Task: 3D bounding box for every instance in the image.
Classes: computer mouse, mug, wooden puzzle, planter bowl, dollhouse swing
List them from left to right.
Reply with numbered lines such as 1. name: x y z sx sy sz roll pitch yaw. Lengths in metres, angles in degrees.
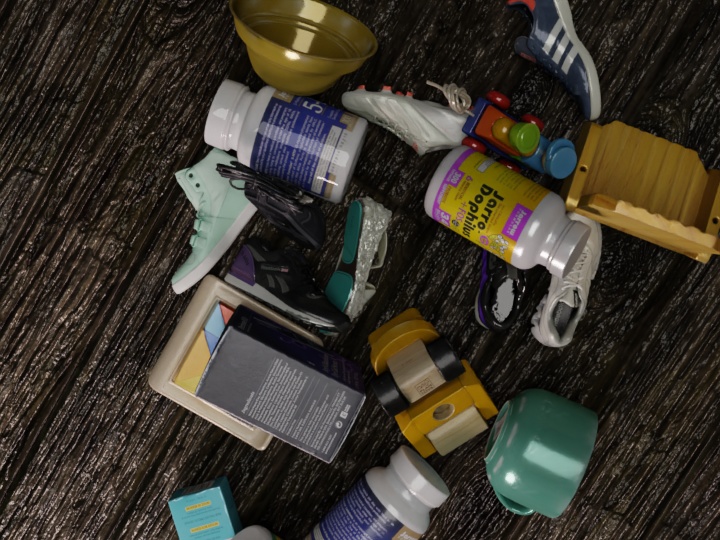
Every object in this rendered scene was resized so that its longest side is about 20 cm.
1. wooden puzzle: -0.178 0.132 1.290 0.199 0.037 0.186 31 96 0
2. computer mouse: -0.093 -0.088 1.197 0.138 0.200 0.053 26 79 24
3. planter bowl: -0.082 -0.287 1.193 0.199 0.201 0.084 20 124 0
4. mug: 0.227 0.251 1.225 0.113 0.152 0.187 24 96 3
5. dollhouse swing: 0.375 -0.113 1.150 0.198 0.176 0.183 21 78 1

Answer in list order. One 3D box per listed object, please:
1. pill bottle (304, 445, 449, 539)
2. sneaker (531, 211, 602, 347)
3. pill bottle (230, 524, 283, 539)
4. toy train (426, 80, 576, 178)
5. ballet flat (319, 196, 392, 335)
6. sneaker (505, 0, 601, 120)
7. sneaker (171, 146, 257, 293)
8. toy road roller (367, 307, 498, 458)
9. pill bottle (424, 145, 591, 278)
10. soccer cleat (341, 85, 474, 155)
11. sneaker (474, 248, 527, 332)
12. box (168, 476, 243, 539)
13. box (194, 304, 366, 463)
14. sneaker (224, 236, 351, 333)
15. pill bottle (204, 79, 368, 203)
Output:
1. pill bottle: 0.024 0.346 1.261 0.116 0.116 0.200 42 96 -2
2. sneaker: 0.287 0.010 1.237 0.074 0.081 0.202 11 94 3
3. pill bottle: -0.098 0.448 1.258 0.113 0.113 0.200 -46 114 6
4. toy train: 0.181 -0.182 1.167 0.199 0.116 0.085 25 97 -34
5. ballet flat: 0.000 0.000 1.259 0.071 0.072 0.202 16 98 1
6. sneaker: 0.254 -0.285 1.216 0.084 0.075 0.202 -21 84 3
7. sneaker: -0.223 -0.074 1.253 0.118 0.074 0.201 37 86 -8
8. toy road roller: 0.088 0.144 1.253 0.122 0.146 0.200 -32 130 5
9. pill bottle: 0.187 -0.071 1.154 0.199 0.104 0.105 31 96 19
10. soccer cleat: 0.068 -0.199 1.233 0.198 0.069 0.078 12 93 -2
11. sneaker: 0.198 -0.013 1.226 0.069 0.100 0.203 3 96 0
12. box: -0.205 0.407 1.310 0.081 0.049 0.202 -17 94 4
13. box: -0.104 0.145 1.205 0.199 0.148 0.105 28 97 -8
14. sneaker: -0.091 0.014 1.232 0.199 0.076 0.088 25 89 23
15. pill bottle: -0.100 -0.178 1.216 0.198 0.120 0.121 20 96 0
